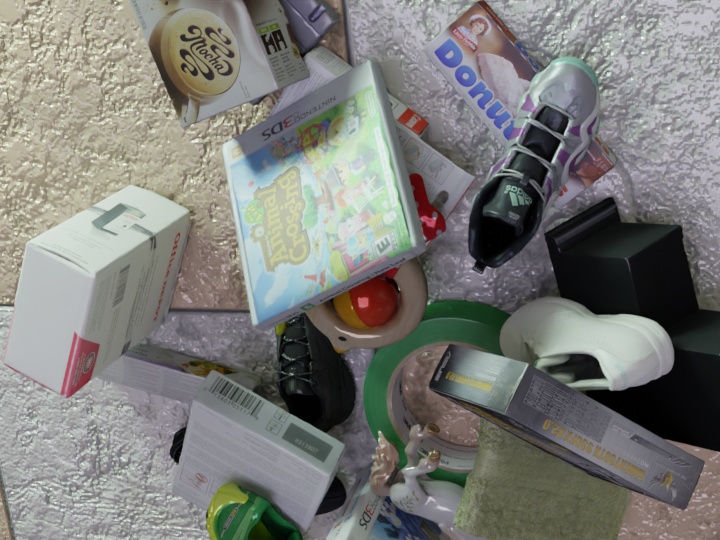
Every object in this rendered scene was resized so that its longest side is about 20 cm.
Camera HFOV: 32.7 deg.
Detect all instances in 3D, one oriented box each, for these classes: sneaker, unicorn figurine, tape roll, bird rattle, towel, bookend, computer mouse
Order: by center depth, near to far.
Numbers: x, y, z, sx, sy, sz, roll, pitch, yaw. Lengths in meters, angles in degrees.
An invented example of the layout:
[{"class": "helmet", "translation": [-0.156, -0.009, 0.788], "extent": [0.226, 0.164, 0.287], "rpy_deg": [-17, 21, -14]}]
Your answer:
[{"class": "sneaker", "translation": [0.150, -0.083, 1.085], "extent": [0.077, 0.140, 0.201], "rpy_deg": [23, 118, 8]}, {"class": "bookend", "translation": [0.285, 0.046, 1.096], "extent": [0.198, 0.092, 0.201], "rpy_deg": [6, 118, 55]}, {"class": "sneaker", "translation": [0.179, 0.074, 1.101], "extent": [0.200, 0.088, 0.076], "rpy_deg": [0, 113, 57]}, {"class": "bird rattle", "translation": [0.000, 0.000, 1.187], "extent": [0.199, 0.113, 0.164], "rpy_deg": [-24, 118, 15]}, {"class": "towel", "translation": [0.190, 0.205, 1.210], "extent": [0.199, 0.036, 0.149], "rpy_deg": [13, 95, -27]}, {"class": "unicorn figurine", "translation": [0.097, 0.242, 1.253], "extent": [0.199, 0.074, 0.138], "rpy_deg": [33, 123, 18]}, {"class": "tape roll", "translation": [0.104, 0.131, 1.264], "extent": [0.199, 0.048, 0.202], "rpy_deg": [6, 112, 15]}, {"class": "sneaker", "translation": [-0.055, 0.084, 1.270], "extent": [0.075, 0.091, 0.201], "rpy_deg": [-6, 108, 24]}, {"class": "sneaker", "translation": [-0.099, 0.311, 1.303], "extent": [0.083, 0.074, 0.201], "rpy_deg": [5, 133, 34]}, {"class": "computer mouse", "translation": [-0.123, 0.231, 1.360], "extent": [0.200, 0.046, 0.140], "rpy_deg": [38, 133, -13]}]

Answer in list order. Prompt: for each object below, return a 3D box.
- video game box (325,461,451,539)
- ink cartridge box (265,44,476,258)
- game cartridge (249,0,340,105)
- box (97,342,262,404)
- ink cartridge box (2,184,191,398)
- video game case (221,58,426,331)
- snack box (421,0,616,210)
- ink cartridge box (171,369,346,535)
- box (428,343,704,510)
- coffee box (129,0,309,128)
[{"class": "video game box", "translation": [0.051, 0.318, 1.280], "extent": [0.047, 0.182, 0.200], "rpy_deg": [-37, 98, 26]}, {"class": "ink cartridge box", "translation": [0.008, -0.115, 1.195], "extent": [0.199, 0.050, 0.109], "rpy_deg": [35, 116, 0]}, {"class": "game cartridge", "translation": [-0.130, -0.272, 1.184], "extent": [0.200, 0.038, 0.130], "rpy_deg": [47, 120, -5]}, {"class": "box", "translation": [-0.207, 0.116, 1.358], "extent": [0.199, 0.039, 0.042], "rpy_deg": [13, 114, 11]}, {"class": "ink cartridge box", "translation": [-0.263, 0.015, 1.245], "extent": [0.084, 0.200, 0.146], "rpy_deg": [25, 116, 12]}, {"class": "video game case", "translation": [-0.040, -0.069, 1.118], "extent": [0.181, 0.022, 0.201], "rpy_deg": [-26, 61, 25]}, {"class": "snack box", "translation": [0.149, -0.155, 1.149], "extent": [0.072, 0.024, 0.200], "rpy_deg": [-38, 97, 28]}, {"class": "ink cartridge box", "translation": [-0.113, 0.209, 1.302], "extent": [0.162, 0.057, 0.200], "rpy_deg": [28, 145, 6]}, {"class": "box", "translation": [0.178, 0.136, 1.083], "extent": [0.199, 0.158, 0.049], "rpy_deg": [29, 83, -20]}, {"class": "coffee box", "translation": [-0.142, -0.248, 1.128], "extent": [0.112, 0.080, 0.201], "rpy_deg": [-16, 102, 25]}]
